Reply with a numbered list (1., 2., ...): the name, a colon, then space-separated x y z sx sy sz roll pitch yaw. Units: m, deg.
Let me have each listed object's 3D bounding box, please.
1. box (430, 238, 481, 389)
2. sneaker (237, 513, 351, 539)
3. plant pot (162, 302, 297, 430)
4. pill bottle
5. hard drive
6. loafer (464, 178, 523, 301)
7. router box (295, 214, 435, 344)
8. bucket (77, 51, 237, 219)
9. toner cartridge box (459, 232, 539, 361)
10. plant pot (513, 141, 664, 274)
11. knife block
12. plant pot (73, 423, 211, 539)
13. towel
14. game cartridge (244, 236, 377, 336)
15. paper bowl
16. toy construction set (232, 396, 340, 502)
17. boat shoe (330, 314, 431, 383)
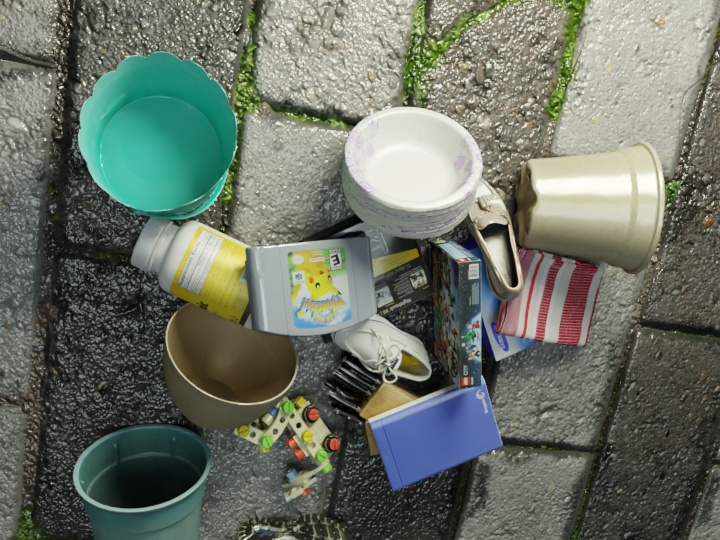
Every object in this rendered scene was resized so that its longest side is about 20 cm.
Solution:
1. box: 0.149 0.065 1.127 0.037 0.137 0.203 -6 106 -11
2. sneaker: -0.111 0.478 1.231 0.197 0.079 0.091 3 112 -3
3. plant pot: -0.208 0.159 1.070 0.198 0.202 0.135 18 126 -15
4. pill bottle: -0.224 -0.004 1.043 0.198 0.111 0.112 26 99 -7
5. hard drive: 0.124 0.266 1.170 0.197 0.025 0.134 -21 108 -5
6. loafer: 0.209 -0.055 1.104 0.071 0.063 0.203 -17 81 -2
7. router box: 0.000 0.000 1.124 0.198 0.052 0.159 -24 109 -4
8. bucket: -0.265 -0.168 0.955 0.204 0.135 0.211 1 86 -14
9. toner cartridge box: 0.232 0.039 1.186 0.094 0.043 0.202 -22 108 -4
10. plant pot: 0.338 -0.099 1.106 0.180 0.201 0.204 2 105 0
11. knife block: 0.043 0.204 1.183 0.197 0.064 0.178 -12 108 -8
12. plant pot: -0.328 0.377 1.101 0.197 0.201 0.199 0 113 -11
13. towel: 0.316 0.047 1.181 0.197 0.023 0.146 11 94 -28
14. game cartridge: -0.065 0.025 1.024 0.198 0.040 0.136 -8 95 -32
15. paper bowl: 0.072 -0.132 1.040 0.197 0.203 0.105 -8 144 -9
16. toy construction set: -0.112 0.284 1.160 0.131 0.092 0.202 -39 119 -24
17. boat shoe: 0.040 0.134 1.119 0.201 0.087 0.075 29 113 -39
